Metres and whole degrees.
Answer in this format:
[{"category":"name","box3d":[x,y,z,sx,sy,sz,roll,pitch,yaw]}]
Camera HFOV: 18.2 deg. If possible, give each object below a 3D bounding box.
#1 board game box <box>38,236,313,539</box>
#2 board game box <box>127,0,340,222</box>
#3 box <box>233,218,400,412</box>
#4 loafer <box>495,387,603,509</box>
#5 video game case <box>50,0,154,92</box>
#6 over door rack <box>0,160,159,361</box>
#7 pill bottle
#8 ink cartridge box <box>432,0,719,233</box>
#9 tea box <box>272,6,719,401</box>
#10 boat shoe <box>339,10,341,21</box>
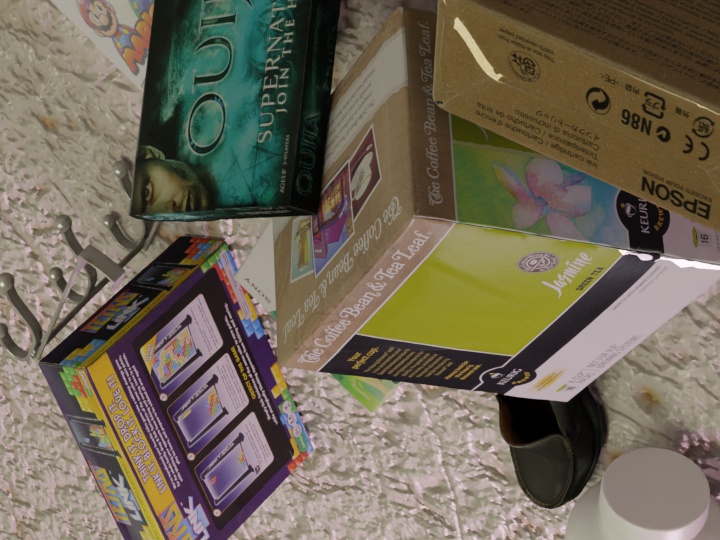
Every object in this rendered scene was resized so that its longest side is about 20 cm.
[{"category":"board game box","box3d":[-0.133,0.103,1.676,0.056,0.165,0.201,7,128,43]},{"category":"board game box","box3d":[-0.070,-0.129,1.294,0.135,0.028,0.201,-2,78,42]},{"category":"box","box3d":[0.000,0.000,1.544,0.144,0.036,0.200,44,146,6]},{"category":"loafer","box3d":[0.114,0.091,1.478,0.073,0.072,0.201,23,139,30]},{"category":"video game case","box3d":[-0.155,-0.218,1.506,0.182,0.024,0.200,44,144,4]},{"category":"over door rack","box3d":[-0.187,-0.025,1.626,0.067,0.148,0.200,45,147,-6]},{"category":"pill bottle","box3d":[0.187,0.209,1.481,0.110,0.111,0.201,28,142,26]},{"category":"ink cartridge box","box3d":[0.162,-0.113,1.139,0.199,0.165,0.075,27,135,28]},{"category":"tea box","box3d":[0.073,-0.030,1.271,0.196,0.134,0.200,8,152,-23]},{"category":"boat shoe","box3d":[-0.070,-0.128,1.473,0.075,0.062,0.200,41,130,5]}]
